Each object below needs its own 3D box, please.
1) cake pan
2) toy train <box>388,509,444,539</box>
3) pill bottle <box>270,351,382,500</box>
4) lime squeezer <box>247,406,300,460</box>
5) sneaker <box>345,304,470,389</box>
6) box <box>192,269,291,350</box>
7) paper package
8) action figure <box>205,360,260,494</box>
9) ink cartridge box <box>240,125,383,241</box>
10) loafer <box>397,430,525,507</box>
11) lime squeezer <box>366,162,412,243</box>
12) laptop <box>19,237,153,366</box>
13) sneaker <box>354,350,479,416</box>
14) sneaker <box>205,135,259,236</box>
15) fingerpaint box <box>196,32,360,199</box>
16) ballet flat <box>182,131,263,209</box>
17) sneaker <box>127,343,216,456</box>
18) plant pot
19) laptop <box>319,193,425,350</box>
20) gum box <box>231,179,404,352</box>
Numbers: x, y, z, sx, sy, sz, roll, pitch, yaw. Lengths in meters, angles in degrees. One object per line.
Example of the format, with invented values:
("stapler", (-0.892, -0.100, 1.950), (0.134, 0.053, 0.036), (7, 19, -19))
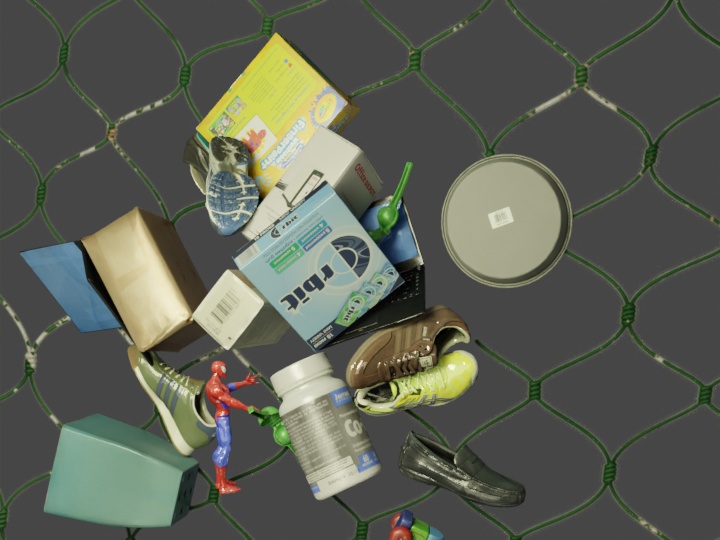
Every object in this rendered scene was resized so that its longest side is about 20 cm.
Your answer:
("cake pan", (0.214, -0.075, 1.666), (0.199, 0.037, 0.202), (0, 89, 17))
("toy train", (0.068, 0.473, 1.681), (0.115, 0.085, 0.201), (25, 96, 2))
("pill bottle", (-0.055, 0.234, 1.699), (0.113, 0.114, 0.201), (-26, 82, 14))
("lime squeezer", (-0.119, 0.249, 1.722), (0.038, 0.200, 0.071), (-44, 37, -11))
("sneaker", (0.072, 0.118, 1.637), (0.199, 0.071, 0.075), (-33, 42, -20))
("box", (-0.161, 0.057, 1.688), (0.078, 0.200, 0.095), (41, 99, 13))
("paper package", (-0.318, 0.020, 1.739), (0.103, 0.191, 0.201), (-30, 82, 4))
("action figure", (-0.190, 0.237, 1.748), (0.098, 0.065, 0.202), (-9, 95, -18))
("ink cartridge box", (-0.069, -0.094, 1.669), (0.084, 0.146, 0.201), (34, 83, 22))
("loafer", (0.151, 0.295, 1.660), (0.199, 0.068, 0.071), (17, 103, 19))
("lime squeezer", (0.022, -0.084, 1.678), (0.038, 0.200, 0.071), (-14, 111, 54))
("laptop", (-0.428, 0.058, 1.748), (0.115, 0.200, 0.188), (-30, 125, 0))
("sneaker", (0.084, 0.176, 1.679), (0.199, 0.076, 0.076), (-23, 81, 13))
("sneaker", (-0.195, -0.109, 1.663), (0.076, 0.201, 0.086), (8, 131, -12))
("fingerpaint box", (-0.128, -0.236, 1.750), (0.167, 0.073, 0.200), (45, 103, 13))
("ballet flat", (-0.214, -0.135, 1.783), (0.200, 0.068, 0.069), (48, 111, 22))
("sneaker", (-0.288, 0.190, 1.794), (0.089, 0.067, 0.201), (-29, 87, 13))
("plant pot", (-0.369, 0.330, 1.779), (0.198, 0.141, 0.142), (14, 93, 10))
("laptop", (0.000, 0.000, 1.692), (0.176, 0.201, 0.104), (-20, 120, 16))
("gum box", (-0.057, -0.002, 1.589), (0.170, 0.200, 0.045), (-38, 39, 1))
